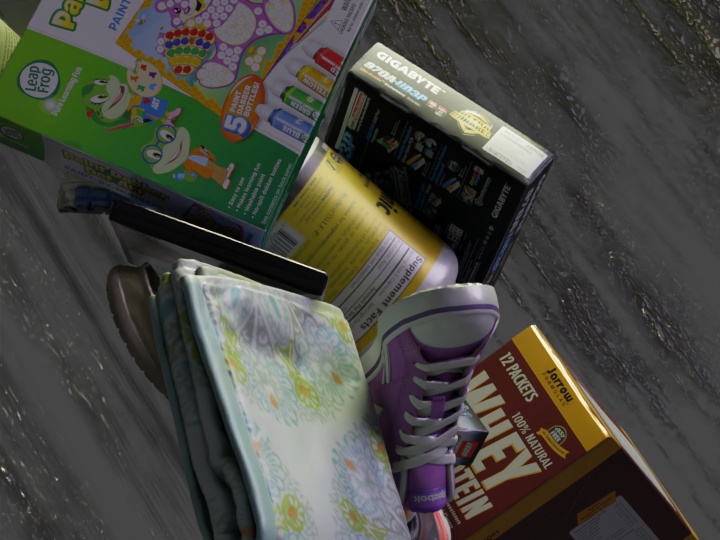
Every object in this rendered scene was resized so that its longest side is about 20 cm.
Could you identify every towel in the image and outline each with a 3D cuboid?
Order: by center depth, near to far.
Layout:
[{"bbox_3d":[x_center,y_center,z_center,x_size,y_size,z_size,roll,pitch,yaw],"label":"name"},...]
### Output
[{"bbox_3d":[-0.042,0.098,1.280,0.171,0.048,0.200,20,48,-52],"label":"towel"}]

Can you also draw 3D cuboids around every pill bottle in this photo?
[{"bbox_3d":[0.000,0.000,1.567,0.200,0.111,0.111,40,8,-9],"label":"pill bottle"}]

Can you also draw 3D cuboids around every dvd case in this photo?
[{"bbox_3d":[-0.093,-0.002,1.430,0.143,0.018,0.200,19,-8,0],"label":"dvd case"}]

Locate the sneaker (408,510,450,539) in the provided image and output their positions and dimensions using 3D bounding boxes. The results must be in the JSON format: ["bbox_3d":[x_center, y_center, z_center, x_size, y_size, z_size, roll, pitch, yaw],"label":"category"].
[{"bbox_3d":[-0.002,0.140,1.612,0.200,0.077,0.082,55,13,23],"label":"sneaker"}]

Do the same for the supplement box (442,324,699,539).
[{"bbox_3d":[0.129,0.188,1.731,0.200,0.197,0.133,48,8,-47],"label":"supplement box"}]

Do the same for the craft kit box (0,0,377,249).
[{"bbox_3d":[-0.114,-0.138,1.400,0.197,0.200,0.049,22,-23,4],"label":"craft kit box"}]

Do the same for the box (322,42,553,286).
[{"bbox_3d":[0.041,-0.051,1.620,0.159,0.046,0.200,33,-42,12],"label":"box"}]

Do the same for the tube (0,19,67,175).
[{"bbox_3d":[-0.230,-0.122,1.444,0.058,0.052,0.200,51,4,30],"label":"tube"}]

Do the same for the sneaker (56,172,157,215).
[{"bbox_3d":[-0.140,-0.084,1.490,0.200,0.077,0.085,-15,108,-71],"label":"sneaker"}]

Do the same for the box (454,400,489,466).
[{"bbox_3d":[0.004,0.069,1.631,0.110,0.035,0.200,8,31,-35],"label":"box"}]

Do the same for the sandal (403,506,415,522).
[{"bbox_3d":[-0.050,0.104,1.454,0.207,0.079,0.059,46,6,9],"label":"sandal"}]

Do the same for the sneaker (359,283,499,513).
[{"bbox_3d":[0.047,0.087,1.344,0.200,0.073,0.114,119,-38,-61],"label":"sneaker"}]

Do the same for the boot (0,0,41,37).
[{"bbox_3d":[-0.230,-0.189,1.509,0.200,0.074,0.096,31,-10,29],"label":"boot"}]

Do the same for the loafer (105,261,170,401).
[{"bbox_3d":[-0.085,0.068,1.372,0.200,0.068,0.076,52,6,-12],"label":"loafer"}]
